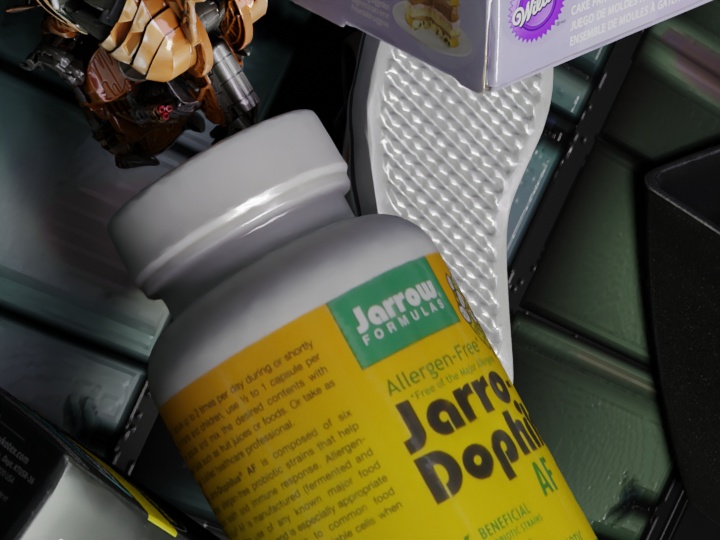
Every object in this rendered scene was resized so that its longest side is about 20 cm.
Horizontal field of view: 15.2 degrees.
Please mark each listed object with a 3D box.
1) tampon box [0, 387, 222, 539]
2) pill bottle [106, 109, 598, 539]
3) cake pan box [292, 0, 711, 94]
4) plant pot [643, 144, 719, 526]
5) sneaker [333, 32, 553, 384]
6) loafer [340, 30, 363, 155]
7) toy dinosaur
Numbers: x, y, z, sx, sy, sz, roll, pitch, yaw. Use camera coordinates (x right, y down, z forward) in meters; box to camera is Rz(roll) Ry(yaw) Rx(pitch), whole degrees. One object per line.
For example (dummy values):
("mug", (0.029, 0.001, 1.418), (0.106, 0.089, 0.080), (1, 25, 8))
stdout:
("tampon box", (-0.114, 0.130, 0.976), (0.127, 0.150, 0.200), (-55, 134, -5))
("pill bottle", (-0.004, 0.052, 0.921), (0.112, 0.113, 0.201), (-25, 83, -31))
("cake pan box", (0.046, -0.142, 0.968), (0.184, 0.200, 0.053), (-21, 126, -34))
("plant pot", (0.252, 0.050, 1.248), (0.199, 0.199, 0.178), (-19, 131, -35))
("sneaker", (0.021, -0.030, 1.021), (0.078, 0.079, 0.201), (7, 88, -20))
("loafer", (0.000, 0.000, 1.091), (0.063, 0.072, 0.201), (11, 94, -25))
("toy dinosaur", (-0.071, -0.108, 0.917), (0.102, 0.136, 0.200), (-33, 170, -45))
